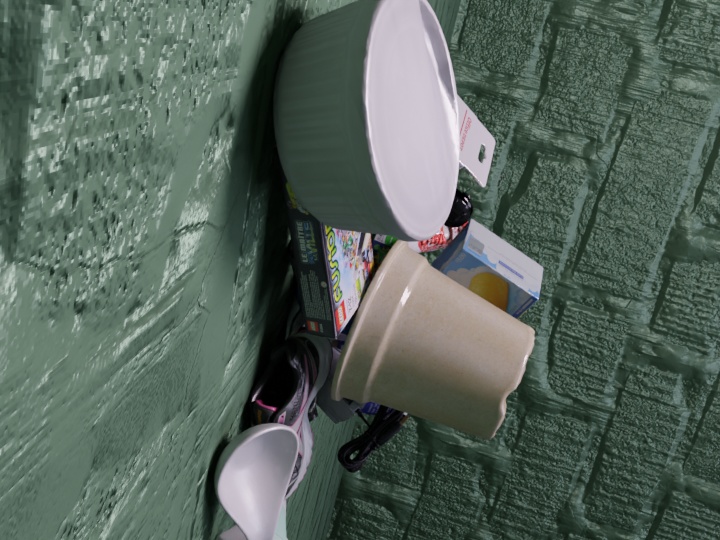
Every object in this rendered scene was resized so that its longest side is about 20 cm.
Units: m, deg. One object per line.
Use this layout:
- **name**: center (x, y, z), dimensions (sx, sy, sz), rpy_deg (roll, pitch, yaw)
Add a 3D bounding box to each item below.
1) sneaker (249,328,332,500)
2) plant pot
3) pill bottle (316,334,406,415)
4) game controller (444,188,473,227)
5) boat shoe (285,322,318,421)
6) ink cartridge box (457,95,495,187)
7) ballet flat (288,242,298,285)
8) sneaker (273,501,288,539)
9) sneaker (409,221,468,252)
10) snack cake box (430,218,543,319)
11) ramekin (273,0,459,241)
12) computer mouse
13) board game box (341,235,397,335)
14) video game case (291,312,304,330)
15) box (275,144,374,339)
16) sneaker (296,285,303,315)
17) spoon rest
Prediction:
- **sneaker**: center (-0.098, 0.164, 0.843), dimensions (0.086, 0.079, 0.203), rpy_deg (3, 99, -67)
- **plant pot**: center (0.090, 0.091, 0.852), dimensions (0.200, 0.182, 0.202), rpy_deg (23, 90, -81)
- **pill bottle**: center (0.027, 0.156, 1.122), dimensions (0.120, 0.197, 0.121), rpy_deg (-169, -90, -82)
- **game controller**: center (0.055, -0.126, 0.923), dimensions (0.042, 0.200, 0.104), rpy_deg (-49, 174, 3)
- **boat shoe**: center (-0.081, 0.160, 0.945), dimensions (0.072, 0.067, 0.202), rpy_deg (-56, 159, -69)
- **ink cartridge box**: center (0.084, -0.193, 0.980), dimensions (0.066, 0.200, 0.116), rpy_deg (-28, -152, 38)
- **ballet flat**: center (-0.031, -0.073, 0.841), dimensions (0.072, 0.071, 0.202), rpy_deg (97, 9, -57)
- **sneaker**: center (-0.134, 0.400, 1.003), dimensions (0.119, 0.073, 0.202), rpy_deg (-78, 170, -53)
- **sneaker**: center (0.103, -0.060, 1.089), dimensions (0.201, 0.107, 0.068), rpy_deg (-2, 83, -77)
- **snack cake box**: center (0.128, 0.043, 0.972), dimensions (0.200, 0.114, 0.067), rpy_deg (-53, -171, 41)
- **ramekin**: center (0.008, -0.123, 0.620), dimensions (0.202, 0.093, 0.205), rpy_deg (3, 86, -63)
- **computer mouse**: center (-0.026, 0.156, 0.962), dimensions (0.110, 0.200, 0.044), rpy_deg (-43, 133, -6)
- **board game box**: center (0.000, 0.000, 0.977), dimensions (0.200, 0.034, 0.137), rpy_deg (-130, -119, -79)
- **video game case**: center (-0.088, 0.138, 1.063), dimensions (0.143, 0.017, 0.202), rpy_deg (-59, 164, -70)
- **box**: center (-0.028, -0.048, 0.723), dimensions (0.110, 0.034, 0.202), rpy_deg (-55, 146, -50)
- **sneaker**: center (-0.035, -0.032, 0.942), dimensions (0.078, 0.065, 0.202), rpy_deg (128, -19, -68)
- **spoon rest**: center (-0.112, 0.237, 0.788), dimensions (0.099, 0.061, 0.202), rpy_deg (-20, 138, -36)
